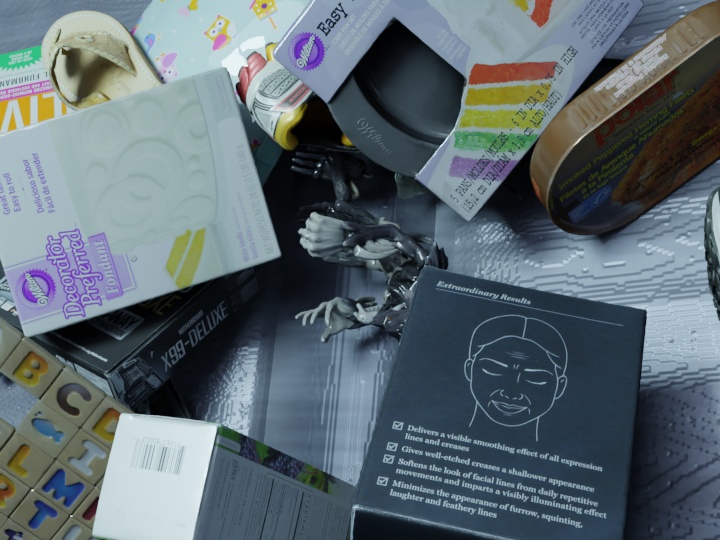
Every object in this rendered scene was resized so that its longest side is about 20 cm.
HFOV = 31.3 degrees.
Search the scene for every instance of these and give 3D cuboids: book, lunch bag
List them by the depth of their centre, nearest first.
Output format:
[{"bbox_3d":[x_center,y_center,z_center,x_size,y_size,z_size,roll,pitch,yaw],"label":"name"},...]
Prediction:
[{"bbox_3d":[-0.104,-0.160,1.071,0.199,0.122,0.172,26,80,41],"label":"lunch bag"},{"bbox_3d":[-0.304,-0.131,1.171,0.131,0.048,0.202,-13,45,-3],"label":"book"}]

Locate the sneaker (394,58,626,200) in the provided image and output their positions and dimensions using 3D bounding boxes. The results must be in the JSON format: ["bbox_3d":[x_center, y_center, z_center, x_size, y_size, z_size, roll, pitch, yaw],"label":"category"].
[{"bbox_3d":[0.125,-0.102,0.951,0.196,0.060,0.106,1,104,-1],"label":"sneaker"}]

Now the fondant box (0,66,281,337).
[{"bbox_3d":[-0.171,-0.051,0.950,0.197,0.058,0.147,-17,96,-4],"label":"fondant box"}]

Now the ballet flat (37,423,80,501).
[{"bbox_3d":[-0.214,0.165,0.954,0.069,0.200,0.066,-5,67,-17],"label":"ballet flat"}]

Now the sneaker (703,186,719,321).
[{"bbox_3d":[0.271,0.033,0.806,0.078,0.074,0.202,-22,63,6],"label":"sneaker"}]

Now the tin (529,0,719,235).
[{"bbox_3d":[0.204,-0.104,0.877,0.199,0.112,0.042,-36,54,8],"label":"tin"}]

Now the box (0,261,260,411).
[{"bbox_3d":[-0.204,0.020,1.038,0.198,0.050,0.158,21,50,37],"label":"box"}]

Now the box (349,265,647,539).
[{"bbox_3d":[0.085,0.112,0.770,0.146,0.108,0.201,11,43,9],"label":"box"}]

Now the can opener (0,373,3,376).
[{"bbox_3d":[-0.337,-0.002,1.153,0.053,0.067,0.203,-14,55,23],"label":"can opener"}]

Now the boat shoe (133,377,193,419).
[{"bbox_3d":[-0.136,0.145,0.969,0.068,0.073,0.200,-50,43,16],"label":"boat shoe"}]

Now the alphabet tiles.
[{"bbox_3d":[-0.218,0.139,0.884,0.167,0.199,0.008,-48,12,24],"label":"alphabet tiles"}]

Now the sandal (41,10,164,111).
[{"bbox_3d":[-0.213,-0.159,1.024,0.211,0.069,0.078,41,102,32],"label":"sandal"}]

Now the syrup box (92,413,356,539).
[{"bbox_3d":[-0.080,0.159,0.851,0.078,0.200,0.083,3,72,29],"label":"syrup box"}]

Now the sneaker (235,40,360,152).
[{"bbox_3d":[0.008,-0.124,0.973,0.197,0.078,0.083,-10,50,-24],"label":"sneaker"}]

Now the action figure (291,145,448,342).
[{"bbox_3d":[0.000,0.000,0.929,0.100,0.120,0.201,-9,39,-19],"label":"action figure"}]

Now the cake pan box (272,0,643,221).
[{"bbox_3d":[0.062,-0.163,0.884,0.184,0.052,0.201,40,99,-6],"label":"cake pan box"}]
